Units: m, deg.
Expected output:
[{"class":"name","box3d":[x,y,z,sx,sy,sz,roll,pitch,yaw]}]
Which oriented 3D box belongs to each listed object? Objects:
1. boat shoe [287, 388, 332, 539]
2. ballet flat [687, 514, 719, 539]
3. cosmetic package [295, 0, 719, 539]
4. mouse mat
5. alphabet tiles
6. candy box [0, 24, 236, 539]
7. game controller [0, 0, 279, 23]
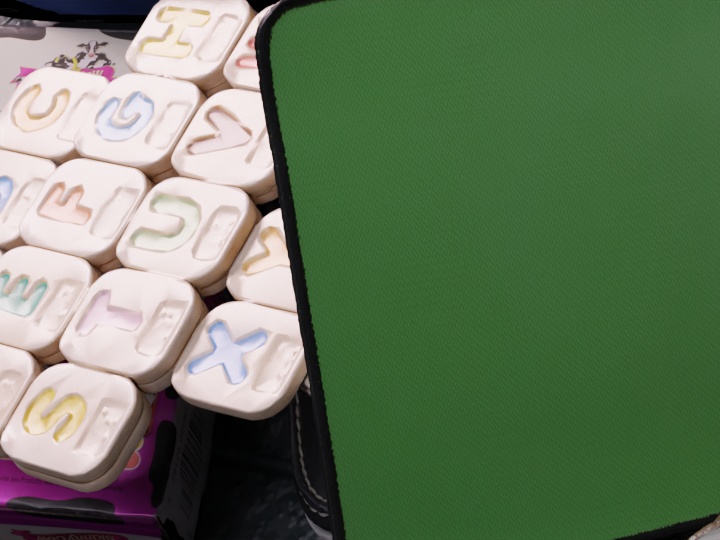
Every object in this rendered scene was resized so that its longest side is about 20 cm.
[{"class":"boat shoe","box3d":[0.000,0.000,0.938,0.075,0.060,0.201,-8,62,26]},{"class":"ballet flat","box3d":[0.101,0.139,0.804,0.070,0.065,0.201,25,80,36]},{"class":"cosmetic package","box3d":[0.075,-0.011,0.863,0.200,0.103,0.073,-51,21,-4]},{"class":"mouse mat","box3d":[0.055,-0.002,0.816,0.160,0.202,0.008,-12,11,-15]},{"class":"alphabet tiles","box3d":[-0.079,-0.016,0.904,0.195,0.015,0.201,12,63,38]},{"class":"candy box","box3d":[-0.118,0.006,0.983,0.135,0.061,0.201,4,67,12]},{"class":"game controller","box3d":[-0.098,-0.118,1.029,0.199,0.104,0.042,5,76,32]}]
